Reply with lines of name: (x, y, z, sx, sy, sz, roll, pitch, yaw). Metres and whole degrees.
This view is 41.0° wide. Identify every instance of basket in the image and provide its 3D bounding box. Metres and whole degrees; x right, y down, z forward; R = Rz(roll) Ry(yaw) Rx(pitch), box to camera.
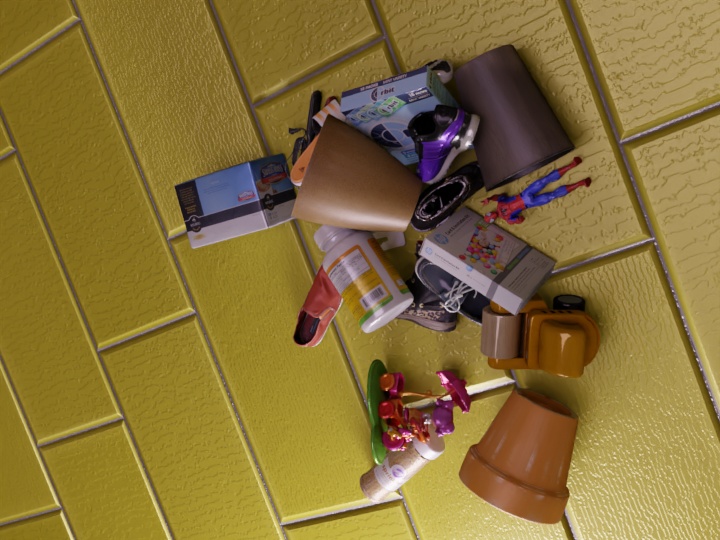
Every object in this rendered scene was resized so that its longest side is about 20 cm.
basket: (0.244, -0.260, 1.615, 0.179, 0.135, 0.203, -27, 85, 47)

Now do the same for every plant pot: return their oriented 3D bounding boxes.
plant pot: (0.002, -0.149, 1.674, 0.196, 0.187, 0.189, 20, 114, -2)
plant pot: (0.298, 0.319, 1.718, 0.197, 0.200, 0.186, 23, 97, 21)

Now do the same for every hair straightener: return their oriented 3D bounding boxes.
hair straightener: (-0.103, -0.251, 1.863, 0.076, 0.041, 0.203, 25, 118, 21)

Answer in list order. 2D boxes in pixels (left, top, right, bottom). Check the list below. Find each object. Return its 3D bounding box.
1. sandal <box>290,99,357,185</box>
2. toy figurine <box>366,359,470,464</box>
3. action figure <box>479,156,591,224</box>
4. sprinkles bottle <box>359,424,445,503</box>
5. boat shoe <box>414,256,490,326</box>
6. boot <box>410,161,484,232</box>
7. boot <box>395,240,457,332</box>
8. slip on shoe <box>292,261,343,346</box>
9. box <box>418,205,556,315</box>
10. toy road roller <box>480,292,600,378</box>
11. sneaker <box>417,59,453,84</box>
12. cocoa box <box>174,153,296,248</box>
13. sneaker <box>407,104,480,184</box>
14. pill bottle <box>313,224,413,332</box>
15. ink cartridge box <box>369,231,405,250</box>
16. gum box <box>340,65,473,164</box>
sandal: (-0.068, -0.250, 1.776, 0.208, 0.059, 0.079, -52, 48, 1)
toy figurine: (0.117, 0.260, 1.812, 0.180, 0.151, 0.204, -6, 60, 18)
action figure: (0.286, -0.123, 1.650, 0.198, 0.099, 0.066, -27, 89, 33)
sprinkles bottle: (0.081, 0.383, 1.910, 0.068, 0.068, 0.200, 49, 120, 8)
boat shoe: (0.183, 0.044, 1.723, 0.199, 0.062, 0.075, 38, 107, -14)
boot: (0.133, -0.120, 1.683, 0.199, 0.174, 0.070, -40, 87, 31)
boot: (0.100, 0.017, 1.798, 0.197, 0.073, 0.153, 20, 113, 18)
slip on shoe: (-0.083, 0.069, 1.919, 0.073, 0.061, 0.203, 32, 115, 19)
box: (0.222, -0.021, 1.672, 0.198, 0.155, 0.042, 32, 128, 18)
toy road roller: (0.310, 0.117, 1.644, 0.195, 0.146, 0.126, 0, 105, -2)
sneaker: (0.103, -0.311, 1.690, 0.199, 0.075, 0.082, -11, 109, 58)
cocoa box: (-0.243, -0.139, 1.907, 0.197, 0.133, 0.134, -13, 97, 30)
sneaker: (0.119, -0.221, 1.622, 0.098, 0.071, 0.200, 21, 152, -11)
pill bottle: (0.000, 0.000, 1.747, 0.111, 0.110, 0.202, -40, 77, 30)
ink cartridge box: (0.002, -0.128, 1.815, 0.115, 0.067, 0.204, -13, 97, 30)
gum box: (0.086, -0.260, 1.667, 0.167, 0.200, 0.045, -10, 61, 29)
